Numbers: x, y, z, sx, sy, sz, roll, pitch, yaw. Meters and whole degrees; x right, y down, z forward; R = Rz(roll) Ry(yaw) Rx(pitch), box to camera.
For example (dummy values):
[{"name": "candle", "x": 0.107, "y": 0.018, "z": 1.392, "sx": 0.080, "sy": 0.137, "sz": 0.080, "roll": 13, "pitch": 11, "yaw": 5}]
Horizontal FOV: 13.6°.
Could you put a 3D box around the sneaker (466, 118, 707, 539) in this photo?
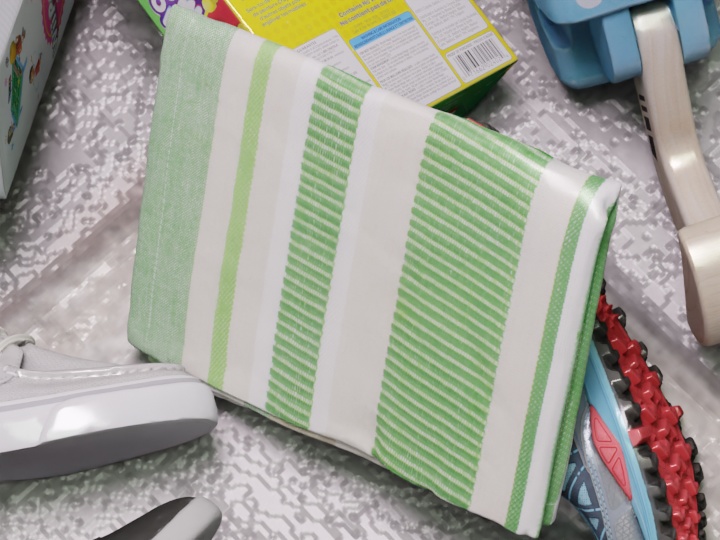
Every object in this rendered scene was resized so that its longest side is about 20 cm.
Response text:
[{"name": "sneaker", "x": 0.063, "y": 0.046, "z": 1.188, "sx": 0.095, "sy": 0.079, "sz": 0.201, "roll": -33, "pitch": 74, "yaw": 18}]

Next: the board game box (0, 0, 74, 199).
[{"name": "board game box", "x": -0.192, "y": -0.129, "z": 1.225, "sx": 0.147, "sy": 0.065, "sz": 0.201, "roll": 7, "pitch": 47, "yaw": 7}]

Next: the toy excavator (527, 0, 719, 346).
[{"name": "toy excavator", "x": 0.117, "y": -0.093, "z": 1.217, "sx": 0.099, "sy": 0.201, "sz": 0.195, "roll": -18, "pitch": 25, "yaw": -3}]

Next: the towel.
[{"name": "towel", "x": 0.000, "y": 0.000, "z": 1.151, "sx": 0.199, "sy": 0.153, "sz": 0.023, "roll": 23, "pitch": 27, "yaw": 27}]

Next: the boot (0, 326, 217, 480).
[{"name": "boot", "x": -0.159, "y": 0.034, "z": 1.190, "sx": 0.199, "sy": 0.074, "sz": 0.096, "roll": -8, "pitch": 76, "yaw": 1}]

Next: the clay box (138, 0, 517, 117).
[{"name": "clay box", "x": -0.040, "y": -0.133, "z": 1.219, "sx": 0.115, "sy": 0.048, "sz": 0.200, "roll": -29, "pitch": 78, "yaw": -42}]

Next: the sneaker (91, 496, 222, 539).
[{"name": "sneaker", "x": -0.153, "y": 0.127, "z": 1.157, "sx": 0.200, "sy": 0.071, "sz": 0.099, "roll": -38, "pitch": 77, "yaw": -6}]
